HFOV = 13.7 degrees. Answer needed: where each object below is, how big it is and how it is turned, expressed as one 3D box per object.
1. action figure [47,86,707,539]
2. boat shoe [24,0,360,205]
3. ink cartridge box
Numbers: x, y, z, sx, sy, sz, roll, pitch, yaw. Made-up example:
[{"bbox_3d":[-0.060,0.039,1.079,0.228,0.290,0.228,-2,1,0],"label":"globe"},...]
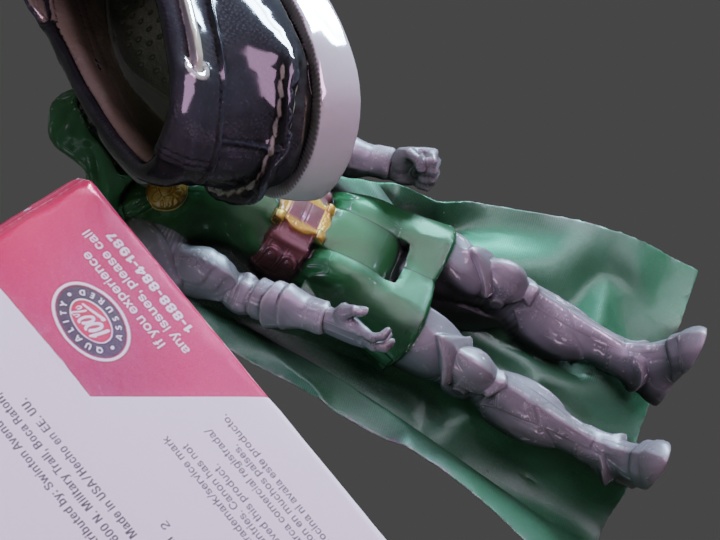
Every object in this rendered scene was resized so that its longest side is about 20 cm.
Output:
[{"bbox_3d":[0.000,0.000,0.858,0.199,0.055,0.118,26,56,-9],"label":"action figure"},{"bbox_3d":[-0.068,-0.096,0.833,0.060,0.076,0.200,-1,38,-35],"label":"boat shoe"},{"bbox_3d":[-0.104,0.092,0.721,0.145,0.084,0.200,50,50,6],"label":"ink cartridge box"}]
